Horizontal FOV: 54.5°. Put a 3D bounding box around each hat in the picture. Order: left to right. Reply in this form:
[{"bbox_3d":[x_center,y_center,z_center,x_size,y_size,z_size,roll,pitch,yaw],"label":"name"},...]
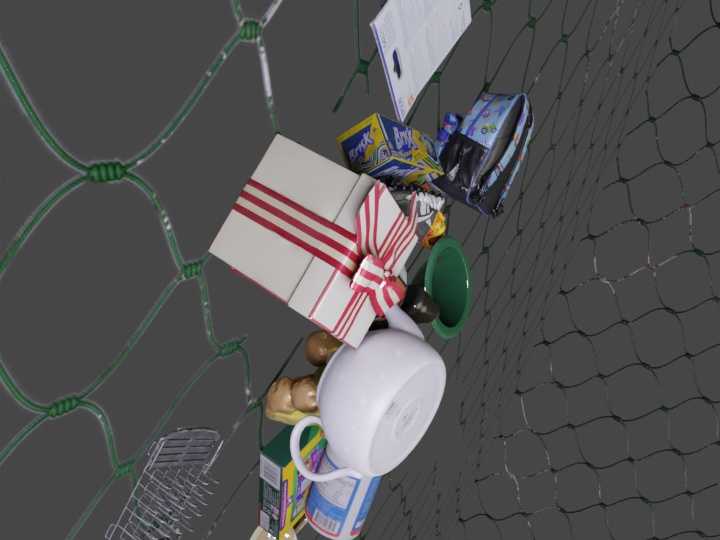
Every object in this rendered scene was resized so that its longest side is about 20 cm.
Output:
[{"bbox_3d":[0.094,0.036,1.259,0.167,0.172,0.203,-54,132,-38],"label":"hat"}]

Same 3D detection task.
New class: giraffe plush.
[{"bbox_3d":[-0.039,0.161,1.078,0.198,0.170,0.167,32,60,-37],"label":"giraffe plush"}]

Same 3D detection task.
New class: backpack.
[{"bbox_3d":[0.210,-0.214,1.198,0.204,0.132,0.182,-64,156,7],"label":"backpack"}]

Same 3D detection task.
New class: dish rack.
[{"bbox_3d":[-0.246,0.301,0.904,0.204,0.054,0.153,-63,157,-1],"label":"dish rack"}]

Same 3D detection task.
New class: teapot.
[{"bbox_3d":[0.008,0.158,0.916,0.198,0.144,0.202,-29,137,-42],"label":"teapot"}]

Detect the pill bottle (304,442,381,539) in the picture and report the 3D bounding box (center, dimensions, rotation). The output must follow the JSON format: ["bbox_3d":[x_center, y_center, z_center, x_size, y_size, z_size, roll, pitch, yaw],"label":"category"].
[{"bbox_3d":[-0.018,0.347,1.205,0.111,0.110,0.205,-7,120,-61],"label":"pill bottle"}]

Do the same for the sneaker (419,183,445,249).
[{"bbox_3d":[0.112,-0.103,1.187,0.074,0.076,0.201,-55,154,-11],"label":"sneaker"}]

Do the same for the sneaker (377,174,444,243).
[{"bbox_3d":[0.063,-0.076,0.972,0.199,0.065,0.093,-1,111,-67],"label":"sneaker"}]

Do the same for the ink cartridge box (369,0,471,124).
[{"bbox_3d":[0.073,-0.331,0.913,0.202,0.040,0.201,-56,156,-14],"label":"ink cartridge box"}]

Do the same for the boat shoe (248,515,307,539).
[{"bbox_3d":[-0.142,0.478,1.284,0.200,0.065,0.075,-47,152,-31],"label":"boat shoe"}]

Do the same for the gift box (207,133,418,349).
[{"bbox_3d":[-0.036,-0.040,0.815,0.204,0.184,0.184,-60,156,-1],"label":"gift box"}]

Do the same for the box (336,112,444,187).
[{"bbox_3d":[0.047,-0.160,0.979,0.069,0.066,0.199,-25,170,25],"label":"box"}]

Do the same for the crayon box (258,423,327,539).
[{"bbox_3d":[-0.105,0.344,1.232,0.172,0.057,0.204,-39,146,-44],"label":"crayon box"}]

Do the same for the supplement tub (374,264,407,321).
[{"bbox_3d":[0.000,0.000,1.009,0.124,0.121,0.200,-58,156,-8],"label":"supplement tub"}]

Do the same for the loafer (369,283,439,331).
[{"bbox_3d":[0.059,0.076,1.155,0.198,0.071,0.074,-14,-135,61],"label":"loafer"}]
